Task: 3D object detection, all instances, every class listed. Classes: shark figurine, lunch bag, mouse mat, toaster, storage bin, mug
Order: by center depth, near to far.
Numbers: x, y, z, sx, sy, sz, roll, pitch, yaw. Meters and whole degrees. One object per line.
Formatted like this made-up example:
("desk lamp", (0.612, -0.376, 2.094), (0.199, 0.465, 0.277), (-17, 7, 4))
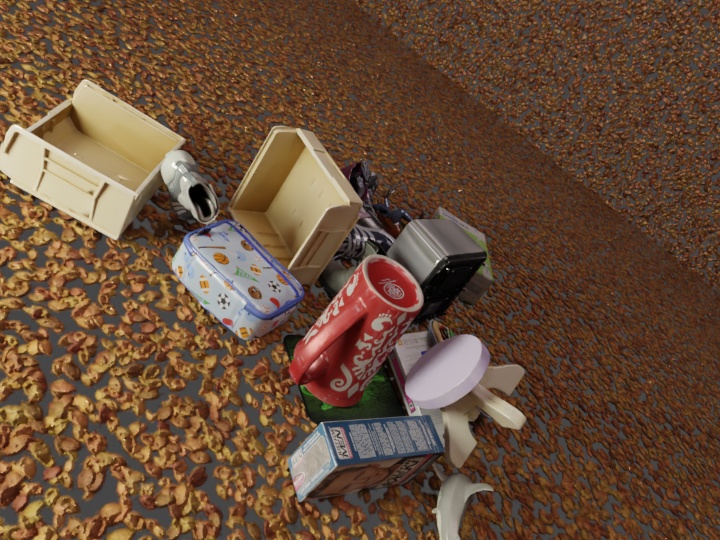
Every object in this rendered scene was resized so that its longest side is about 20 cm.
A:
("shark figurine", (0.144, 0.331, 0.808), (0.131, 0.087, 0.216), (63, 20, -17))
("mug", (-0.005, 0.098, 0.869), (0.132, 0.202, 0.179), (34, 31, -4))
("storage bin", (-0.405, -0.179, 0.912), (0.195, 0.094, 0.202), (30, 33, -13))
("lunch bag", (-0.189, 0.006, 0.933), (0.200, 0.076, 0.159), (45, 30, 9))
("mouse mat", (-0.023, 0.173, 0.953), (0.195, 0.008, 0.164), (9, 42, -38))
("storage bin", (-0.116, -0.110, 1.037), (0.092, 0.200, 0.202), (1, 45, -48))
("toaster", (0.125, 0.008, 1.155), (0.197, 0.183, 0.119), (-8, 49, -51))

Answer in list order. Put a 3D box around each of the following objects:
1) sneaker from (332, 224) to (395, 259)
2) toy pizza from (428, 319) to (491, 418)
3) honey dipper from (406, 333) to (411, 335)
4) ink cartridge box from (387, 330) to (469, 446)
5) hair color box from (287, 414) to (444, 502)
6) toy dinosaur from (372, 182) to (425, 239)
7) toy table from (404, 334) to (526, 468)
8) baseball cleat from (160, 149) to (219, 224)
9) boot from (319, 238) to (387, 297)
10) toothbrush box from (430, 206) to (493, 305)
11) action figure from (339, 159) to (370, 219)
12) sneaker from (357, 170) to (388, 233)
("sneaker", (-0.009, -0.049, 1.188), (0.195, 0.071, 0.109), (26, 28, -6))
("toy pizza", (0.189, 0.171, 1.075), (0.202, 0.031, 0.201), (52, 14, -17))
("honey dipper", (0.038, 0.116, 1.065), (0.195, 0.038, 0.039), (20, 35, -21))
("ink cartridge box", (0.113, 0.203, 1.001), (0.092, 0.037, 0.205), (-1, 57, -38))
("hair color box", (0.010, 0.250, 0.798), (0.195, 0.101, 0.062), (8, 44, -39))
("toy dinosaur", (0.056, -0.132, 1.355), (0.175, 0.107, 0.204), (14, 46, 1))
("toy table", (0.159, 0.184, 0.895), (0.117, 0.184, 0.200), (44, -7, -8))
("baseball cleat", (-0.260, -0.104, 0.929), (0.069, 0.201, 0.108), (-35, 78, -11))
("boot", (0.000, 0.000, 1.055), (0.066, 0.134, 0.201), (9, 27, -36))
("toothbrush box", (0.225, -0.037, 1.400), (0.143, 0.087, 0.203), (28, 34, -15))
("action figure", (-0.073, -0.151, 1.180), (0.133, 0.194, 0.154), (-3, 79, -70))
("sneaker", (0.015, -0.147, 1.293), (0.113, 0.076, 0.200), (-40, 73, -21))
